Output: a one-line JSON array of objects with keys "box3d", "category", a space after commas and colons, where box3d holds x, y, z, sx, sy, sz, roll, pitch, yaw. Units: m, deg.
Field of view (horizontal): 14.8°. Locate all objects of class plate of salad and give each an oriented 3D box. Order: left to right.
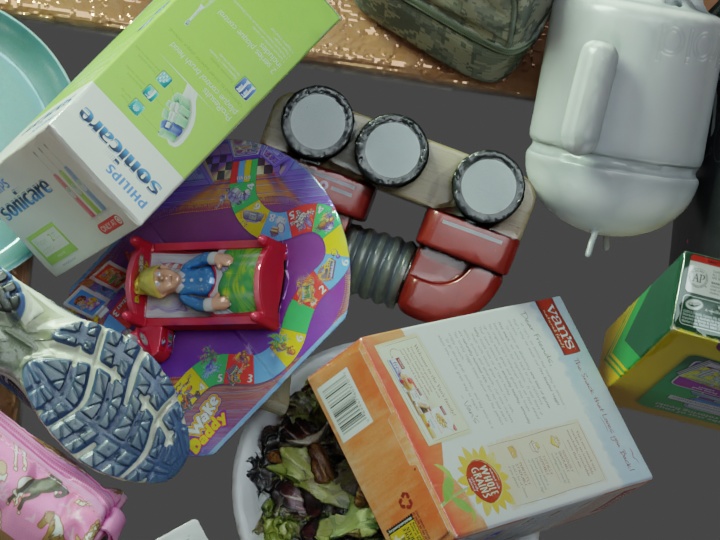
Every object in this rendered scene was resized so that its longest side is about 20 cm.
[{"box3d": [0.020, 0.138, 1.738, 0.200, 0.048, 0.200, 3, 74, -10], "category": "plate of salad"}]

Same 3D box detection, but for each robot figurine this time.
[{"box3d": [0.169, -0.108, 1.782, 0.113, 0.170, 0.200, 13, 98, 27], "category": "robot figurine"}]

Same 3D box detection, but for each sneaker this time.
[{"box3d": [-0.183, 0.055, 1.685, 0.200, 0.085, 0.077, 39, 86, 3], "category": "sneaker"}]

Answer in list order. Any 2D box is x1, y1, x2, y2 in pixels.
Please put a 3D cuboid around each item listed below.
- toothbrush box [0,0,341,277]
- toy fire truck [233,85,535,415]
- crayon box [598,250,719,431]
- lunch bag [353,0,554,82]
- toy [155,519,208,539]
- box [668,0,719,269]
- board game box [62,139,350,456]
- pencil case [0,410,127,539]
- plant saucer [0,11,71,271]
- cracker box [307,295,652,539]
[{"box3d": [-0.127, -0.104, 1.707, 0.086, 0.146, 0.200, 48, 61, -9], "category": "toothbrush box"}, {"box3d": [0.000, 0.000, 1.750, 0.176, 0.129, 0.200, 21, 91, 1], "category": "toy fire truck"}, {"box3d": [0.267, 0.060, 1.744, 0.200, 0.173, 0.058, 14, 72, -7], "category": "crayon box"}, {"box3d": [0.095, -0.248, 1.801, 0.139, 0.168, 0.200, 32, 70, -1], "category": "lunch bag"}, {"box3d": [-0.161, 0.243, 1.665, 0.200, 0.047, 0.115, -28, 97, -3], "category": "toy"}, {"box3d": [0.273, -0.077, 1.811, 0.106, 0.122, 0.200, 10, 72, -9], "category": "box"}, {"box3d": [-0.102, 0.013, 1.693, 0.200, 0.039, 0.158, -46, 61, 10], "category": "board game box"}, {"box3d": [-0.234, 0.114, 1.673, 0.200, 0.087, 0.083, 39, 77, 0], "category": "pencil case"}, {"box3d": [-0.275, -0.079, 1.753, 0.200, 0.027, 0.200, 3, 73, -11], "category": "plant saucer"}, {"box3d": [0.076, 0.098, 1.702, 0.200, 0.058, 0.134, -10, 69, -48], "category": "cracker box"}]
